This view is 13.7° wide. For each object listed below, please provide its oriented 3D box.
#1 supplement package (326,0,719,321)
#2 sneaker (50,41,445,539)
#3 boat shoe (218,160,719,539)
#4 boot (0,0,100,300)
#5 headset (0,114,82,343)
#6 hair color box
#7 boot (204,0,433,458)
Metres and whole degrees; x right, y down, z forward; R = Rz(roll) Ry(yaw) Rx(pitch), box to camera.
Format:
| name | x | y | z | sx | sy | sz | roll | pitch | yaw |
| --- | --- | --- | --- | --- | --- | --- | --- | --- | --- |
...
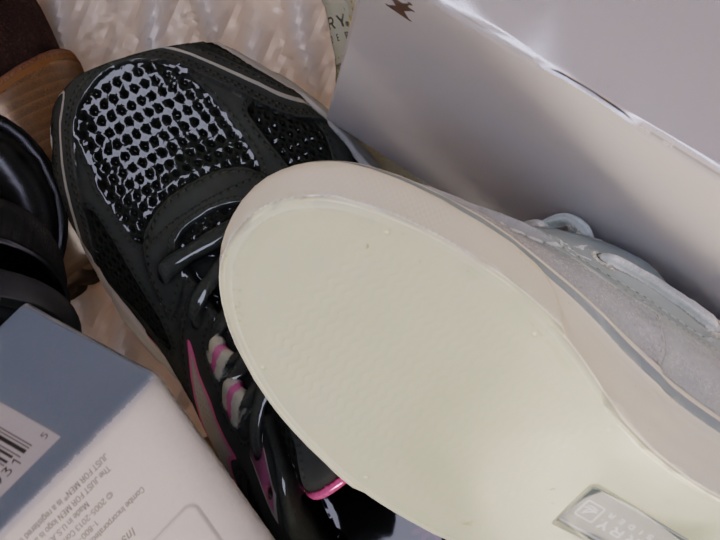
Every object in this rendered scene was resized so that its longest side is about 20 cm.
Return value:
| name | x | y | z | sx | sy | sz | roll | pitch | yaw |
| --- | --- | --- | --- | --- | --- | --- | --- | --- | --- |
| supplement package | 0.096 | -0.102 | 0.741 | 0.121 | 0.120 | 0.200 | 33 | 74 | 4 |
| sneaker | -0.007 | 0.027 | 0.750 | 0.080 | 0.086 | 0.200 | -37 | 89 | 3 |
| boat shoe | 0.049 | 0.028 | 0.710 | 0.201 | 0.072 | 0.070 | 35 | 122 | -24 |
| boot | -0.177 | -0.030 | 0.859 | 0.200 | 0.072 | 0.167 | -33 | 83 | 8 |
| headset | -0.119 | 0.006 | 0.762 | 0.094 | 0.124 | 0.200 | -12 | 115 | -3 |
| hair color box | -0.052 | 0.115 | 0.730 | 0.099 | 0.061 | 0.200 | -45 | 128 | -17 |
| boot | 0.000 | 0.000 | 0.825 | 0.200 | 0.072 | 0.155 | -10 | 94 | 4 |
